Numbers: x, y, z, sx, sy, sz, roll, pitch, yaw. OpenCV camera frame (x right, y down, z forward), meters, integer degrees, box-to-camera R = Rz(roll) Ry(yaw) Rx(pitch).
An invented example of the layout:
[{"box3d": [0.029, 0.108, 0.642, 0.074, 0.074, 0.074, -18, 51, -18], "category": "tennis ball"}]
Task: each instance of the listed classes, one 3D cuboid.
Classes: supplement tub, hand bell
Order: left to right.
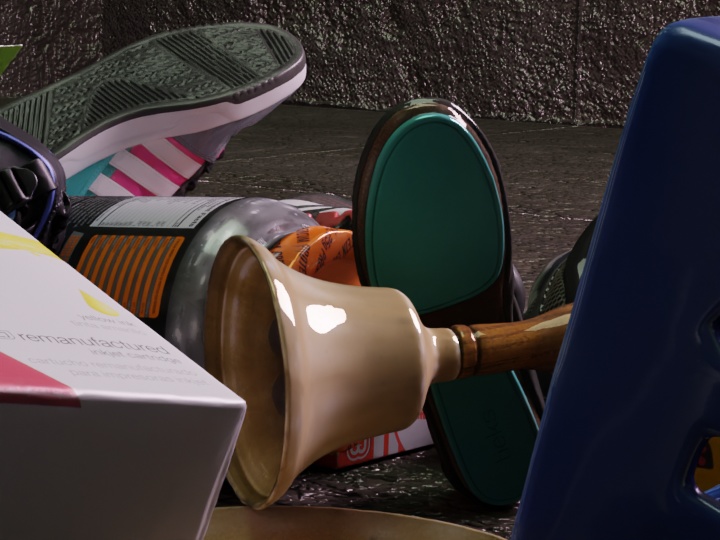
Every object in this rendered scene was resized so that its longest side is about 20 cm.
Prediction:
[{"box3d": [-0.086, 0.028, 0.949, 0.199, 0.124, 0.122, 3, 8, 37], "category": "supplement tub"}, {"box3d": [0.046, 0.033, 0.832, 0.198, 0.105, 0.104, -4, 9, -21], "category": "hand bell"}]

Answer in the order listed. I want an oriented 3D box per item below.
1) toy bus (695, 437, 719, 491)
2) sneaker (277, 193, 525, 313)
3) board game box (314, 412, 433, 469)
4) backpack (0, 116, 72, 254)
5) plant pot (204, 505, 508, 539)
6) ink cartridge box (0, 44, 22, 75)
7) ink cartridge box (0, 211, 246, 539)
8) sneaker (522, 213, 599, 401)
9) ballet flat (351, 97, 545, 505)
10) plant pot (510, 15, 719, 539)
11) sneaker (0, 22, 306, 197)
[{"box3d": [0.153, 0.072, 0.906, 0.078, 0.066, 0.200, 5, 9, 28], "category": "toy bus"}, {"box3d": [0.000, 0.000, 1.035, 0.199, 0.072, 0.098, 5, 11, 31], "category": "sneaker"}, {"box3d": [-0.036, 0.052, 1.085, 0.199, 0.047, 0.151, 8, 11, 41], "category": "board game box"}, {"box3d": [-0.237, 0.000, 0.872, 0.182, 0.201, 0.135, 31, 2, -6], "category": "backpack"}, {"box3d": [-0.027, 0.118, 0.712, 0.198, 0.028, 0.200, 1, 8, 0], "category": "plant pot"}, {"box3d": [-0.268, -0.029, 1.121, 0.147, 0.076, 0.200, -8, -29, -45], "category": "ink cartridge box"}, {"box3d": [-0.155, 0.030, 0.660, 0.144, 0.084, 0.200, 6, 19, -44], "category": "ink cartridge box"}, {"box3d": [0.130, 0.014, 1.043, 0.076, 0.114, 0.199, 46, 27, 4], "category": "sneaker"}, {"box3d": [0.034, 0.009, 0.892, 0.067, 0.202, 0.069, -15, 29, -4], "category": "ballet flat"}, {"box3d": [0.184, 0.038, 0.667, 0.179, 0.202, 0.199, 25, 19, 32], "category": "plant pot"}, {"box3d": [-0.112, -0.042, 1.082, 0.199, 0.121, 0.084, -24, 45, -15], "category": "sneaker"}]
